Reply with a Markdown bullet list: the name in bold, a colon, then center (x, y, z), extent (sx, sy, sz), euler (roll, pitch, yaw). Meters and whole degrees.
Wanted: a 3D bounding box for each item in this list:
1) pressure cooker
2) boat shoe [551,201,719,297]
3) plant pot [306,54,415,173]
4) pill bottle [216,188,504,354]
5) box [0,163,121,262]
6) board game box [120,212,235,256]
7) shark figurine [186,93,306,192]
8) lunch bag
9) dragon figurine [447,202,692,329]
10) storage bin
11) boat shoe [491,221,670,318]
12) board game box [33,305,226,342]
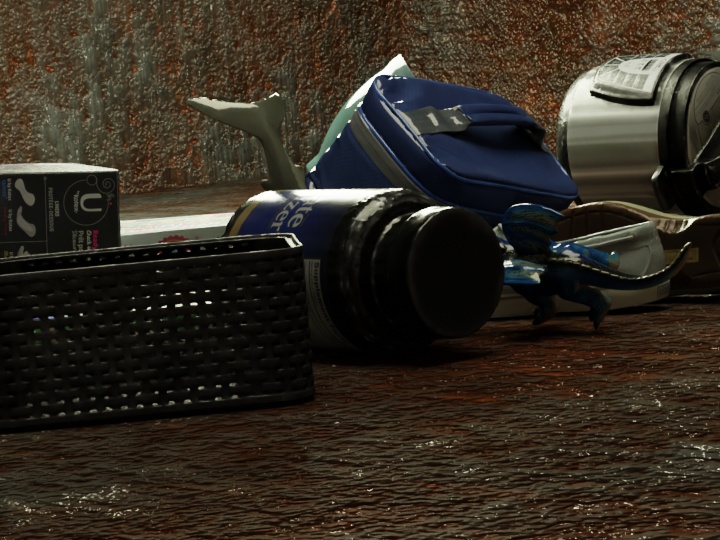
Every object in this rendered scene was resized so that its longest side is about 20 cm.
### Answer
- **pressure cooker**: center (0.332, -0.140, 2.344), extent (0.200, 0.176, 0.178), euler (1, -9, 38)
- **boat shoe**: center (0.233, -0.009, 1.667), extent (0.202, 0.075, 0.075), euler (7, -2, 38)
- **plant pot**: center (0.034, -0.083, 2.068), extent (0.134, 0.201, 0.200), euler (-32, 4, 4)
- **pill bottle**: center (0.000, 0.000, 1.491), extent (0.112, 0.112, 0.200), euler (-9, 7, -39)
- **box**: center (-0.280, -0.025, 1.910), extent (0.114, 0.132, 0.200), euler (-3, 5, -17)
- **board game box**: center (-0.164, -0.016, 2.073), extent (0.147, 0.064, 0.200), euler (-5, 6, 1)
- **shark figurine**: center (-0.064, -0.023, 1.636), extent (0.089, 0.215, 0.128), euler (-21, 34, -5)
- **lunch bag**: center (0.074, -0.071, 1.723), extent (0.200, 0.136, 0.132), euler (2, -46, -47)
- **dragon figurine**: center (0.124, -0.007, 1.505), extent (0.099, 0.059, 0.200), euler (30, -17, -34)
- **storage bin**: center (-0.133, 0.035, 1.346), extent (0.200, 0.094, 0.135), euler (-5, 5, -5)
- **boat shoe**: center (0.129, -0.005, 1.633), extent (0.200, 0.072, 0.070), euler (-5, 6, 20)
- **board game box**: center (-0.142, 0.035, 1.690), extent (0.134, 0.029, 0.200), euler (-2, 6, 23)
